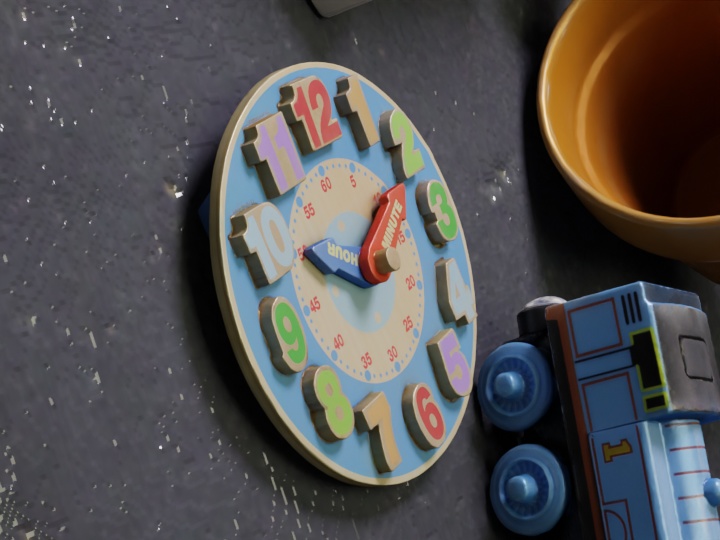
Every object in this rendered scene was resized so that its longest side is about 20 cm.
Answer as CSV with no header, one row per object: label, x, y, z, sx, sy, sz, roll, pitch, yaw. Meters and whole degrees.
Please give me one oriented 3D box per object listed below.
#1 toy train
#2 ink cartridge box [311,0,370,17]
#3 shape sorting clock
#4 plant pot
toy train,0.129,0.104,0.842,0.087,0.114,0.200,10,67,-51
ink cartridge box,-0.016,-0.255,0.866,0.176,0.045,0.200,55,38,-24
shape sorting clock,0.000,0.000,0.778,0.200,0.039,0.200,27,55,-45
plant pot,0.229,-0.078,1.012,0.183,0.200,0.200,45,41,-55
